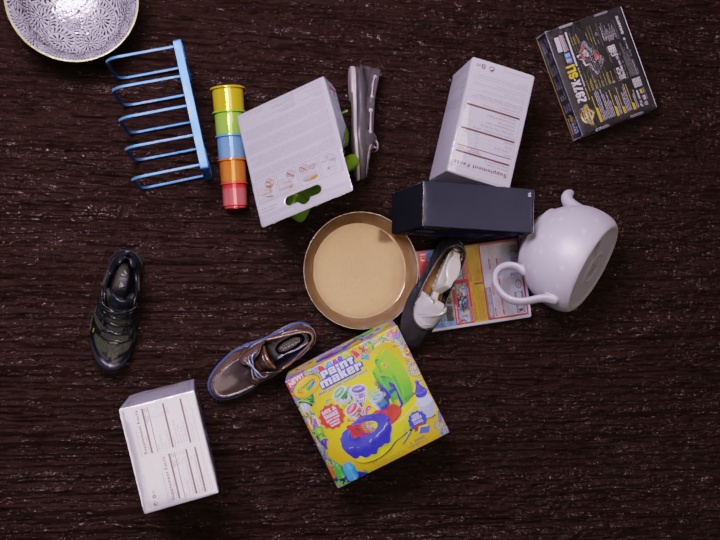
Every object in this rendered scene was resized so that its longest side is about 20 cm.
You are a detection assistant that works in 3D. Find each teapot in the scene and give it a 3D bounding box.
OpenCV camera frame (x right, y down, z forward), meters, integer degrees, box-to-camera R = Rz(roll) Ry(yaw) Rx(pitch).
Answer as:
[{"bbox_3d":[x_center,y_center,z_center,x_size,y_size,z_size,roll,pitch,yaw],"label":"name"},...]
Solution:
[{"bbox_3d":[0.335,-0.033,1.461,0.146,0.200,0.198,30,106,25],"label":"teapot"}]

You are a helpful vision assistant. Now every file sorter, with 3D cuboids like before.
[{"bbox_3d":[-0.317,-0.240,1.348,0.122,0.139,0.201,-12,90,-8],"label":"file sorter"}]

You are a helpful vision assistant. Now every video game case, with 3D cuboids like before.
[{"bbox_3d":[0.197,0.025,1.498,0.199,0.017,0.144,-8,90,-11],"label":"video game case"}]

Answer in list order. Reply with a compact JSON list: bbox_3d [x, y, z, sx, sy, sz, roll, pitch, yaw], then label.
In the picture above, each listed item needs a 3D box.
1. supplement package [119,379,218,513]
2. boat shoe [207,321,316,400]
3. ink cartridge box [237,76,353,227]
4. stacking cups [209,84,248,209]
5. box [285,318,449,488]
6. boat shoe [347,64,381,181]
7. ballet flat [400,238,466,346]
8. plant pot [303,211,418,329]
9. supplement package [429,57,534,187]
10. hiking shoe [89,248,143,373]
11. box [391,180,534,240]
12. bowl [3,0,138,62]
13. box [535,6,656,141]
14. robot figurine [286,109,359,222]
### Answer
[{"bbox_3d":[-0.290,0.260,1.301,0.111,0.200,0.156,-14,90,-12],"label":"supplement package"},{"bbox_3d":[-0.163,0.145,1.395,0.200,0.072,0.072,-35,94,-10],"label":"boat shoe"},{"bbox_3d":[-0.095,-0.178,1.310,0.162,0.050,0.201,-21,72,17],"label":"ink cartridge box"},{"bbox_3d":[-0.209,-0.203,1.408,0.060,0.060,0.201,-7,91,-11],"label":"stacking cups"},{"bbox_3d":[0.009,0.212,1.389,0.200,0.122,0.193,-27,93,-1],"label":"box"},{"bbox_3d":[0.012,-0.253,1.448,0.057,0.067,0.201,-2,85,-6],"label":"boat shoe"},{"bbox_3d":[0.124,0.036,1.437,0.068,0.068,0.201,24,85,-18],"label":"ballet flat"},{"bbox_3d":[0.000,0.000,1.456,0.199,0.027,0.201,0,88,-10],"label":"plant pot"},{"bbox_3d":[0.206,-0.241,1.459,0.117,0.117,0.201,14,86,-10],"label":"supplement package"},{"bbox_3d":[-0.389,0.063,1.340,0.075,0.101,0.201,6,87,-10],"label":"hiking shoe"},{"bbox_3d":[0.169,-0.097,1.420,0.199,0.141,0.079,2,84,-18],"label":"box"},{"bbox_3d":[-0.451,-0.418,1.349,0.200,0.094,0.202,0,88,-10],"label":"bowl"},{"bbox_3d":[0.428,-0.358,1.542,0.159,0.049,0.201,-22,92,-8],"label":"box"},{"bbox_3d":[-0.092,-0.185,1.399,0.175,0.116,0.201,21,84,22],"label":"robot figurine"}]
